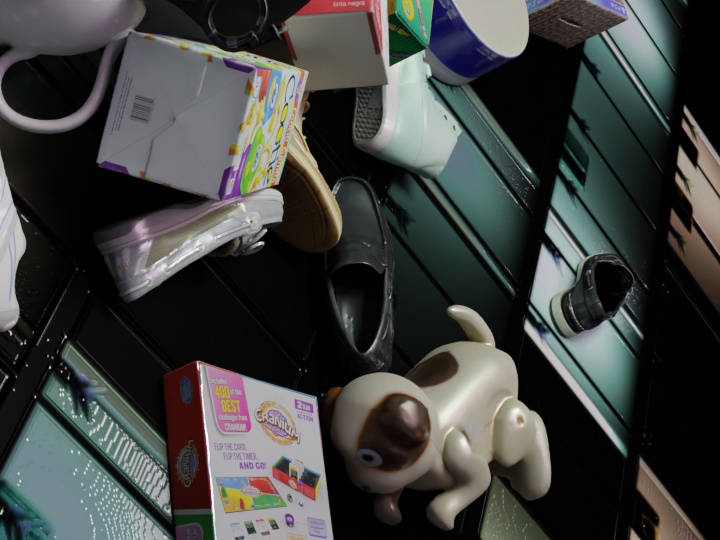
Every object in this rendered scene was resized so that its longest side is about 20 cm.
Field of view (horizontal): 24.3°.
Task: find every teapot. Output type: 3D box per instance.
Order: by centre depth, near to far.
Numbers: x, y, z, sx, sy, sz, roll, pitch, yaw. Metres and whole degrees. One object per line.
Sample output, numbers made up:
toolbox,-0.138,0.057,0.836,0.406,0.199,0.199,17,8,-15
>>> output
teapot,-0.257,-0.234,1.245,0.200,0.146,0.198,62,-2,46

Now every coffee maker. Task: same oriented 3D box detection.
coffee maker,-0.108,-0.239,1.285,0.200,0.134,0.192,19,62,-78

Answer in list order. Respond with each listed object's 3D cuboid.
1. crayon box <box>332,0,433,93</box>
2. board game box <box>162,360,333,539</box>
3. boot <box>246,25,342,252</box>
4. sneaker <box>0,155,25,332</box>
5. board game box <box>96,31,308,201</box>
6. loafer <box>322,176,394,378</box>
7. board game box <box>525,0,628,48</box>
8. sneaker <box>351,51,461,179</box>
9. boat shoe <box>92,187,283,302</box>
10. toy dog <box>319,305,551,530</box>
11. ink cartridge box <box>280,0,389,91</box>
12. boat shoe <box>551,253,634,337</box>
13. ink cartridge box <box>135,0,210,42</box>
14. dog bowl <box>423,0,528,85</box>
crayon box,0.014,-0.287,1.706,0.058,0.119,0.200,42,39,-35
board game box,-0.084,0.185,1.330,0.153,0.040,0.200,23,52,-49
boot,-0.066,-0.129,1.534,0.200,0.073,0.156,52,33,-17
sneaker,-0.274,-0.047,1.175,0.087,0.075,0.200,22,60,-58
board game box,-0.119,-0.123,1.320,0.200,0.103,0.105,-38,144,-79
loafer,0.000,0.000,1.537,0.070,0.068,0.201,86,-1,-67
board game box,0.243,-0.408,2.152,0.159,0.097,0.200,7,64,-55
sneaker,0.053,-0.189,1.744,0.118,0.074,0.201,28,58,-37
boat shoe,-0.133,-0.025,1.366,0.202,0.074,0.065,-19,93,-55
toy dog,0.061,0.136,1.474,0.200,0.139,0.194,-6,106,-47
ink cartridge box,-0.023,-0.280,1.475,0.144,0.084,0.200,72,15,-70
boat shoe,0.289,0.019,1.979,0.199,0.066,0.075,-26,92,-59
ink cartridge box,-0.145,-0.284,1.495,0.145,0.084,0.200,58,32,-15
dog bowl,0.106,-0.317,1.905,0.200,0.079,0.200,35,43,-41
